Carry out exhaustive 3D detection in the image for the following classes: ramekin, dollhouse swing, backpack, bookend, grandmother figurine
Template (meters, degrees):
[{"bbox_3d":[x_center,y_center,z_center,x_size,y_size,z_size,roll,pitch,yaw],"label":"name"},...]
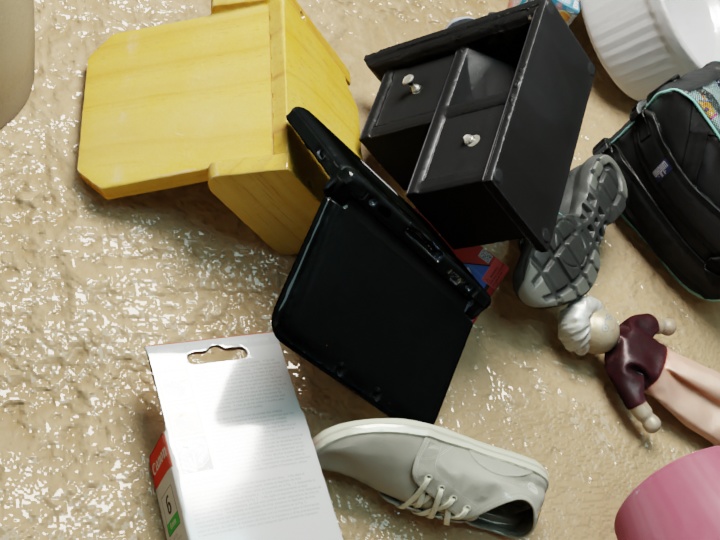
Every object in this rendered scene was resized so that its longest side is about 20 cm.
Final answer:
[{"bbox_3d":[0.323,-0.280,1.192,0.200,0.097,0.201,22,59,-42],"label":"ramekin"},{"bbox_3d":[-0.115,-0.113,0.944,0.182,0.175,0.201,46,32,-50],"label":"dollhouse swing"},{"bbox_3d":[0.346,-0.081,1.059,0.153,0.176,0.201,-22,74,-31],"label":"backpack"},{"bbox_3d":[0.076,-0.109,0.936,0.092,0.199,0.199,45,52,-35],"label":"bookend"},{"bbox_3d":[0.263,0.085,0.982,0.199,0.061,0.122,30,42,-8],"label":"grandmother figurine"}]

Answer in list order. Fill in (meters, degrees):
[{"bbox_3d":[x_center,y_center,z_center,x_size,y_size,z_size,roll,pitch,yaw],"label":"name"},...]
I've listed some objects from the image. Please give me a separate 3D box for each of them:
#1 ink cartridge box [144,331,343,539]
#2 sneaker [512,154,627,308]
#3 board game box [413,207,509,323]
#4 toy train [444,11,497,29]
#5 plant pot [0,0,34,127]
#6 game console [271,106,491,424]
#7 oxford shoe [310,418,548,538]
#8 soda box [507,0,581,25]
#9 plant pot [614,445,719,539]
[{"bbox_3d":[-0.086,0.146,0.773,0.108,0.050,0.201,-4,60,-28],"label":"ink cartridge box"},{"bbox_3d":[0.180,-0.029,1.006,0.076,0.079,0.200,56,46,-17],"label":"sneaker"},{"bbox_3d":[0.045,0.030,0.935,0.103,0.019,0.200,37,50,2],"label":"board game box"},{"bbox_3d":[0.142,-0.175,1.085,0.113,0.085,0.201,-1,58,-16],"label":"toy train"},{"bbox_3d":[-0.322,-0.227,0.811,0.186,0.200,0.188,13,53,-18],"label":"plant pot"},{"bbox_3d":[0.000,0.000,0.848,0.200,0.116,0.176,40,10,-42],"label":"game console"},{"bbox_3d":[0.056,0.158,0.820,0.199,0.075,0.058,18,51,-20],"label":"oxford shoe"},{"bbox_3d":[0.218,-0.342,1.239,0.063,0.068,0.201,25,52,-9],"label":"soda box"},{"bbox_3d":[0.284,0.239,0.813,0.199,0.201,0.179,1,42,-25],"label":"plant pot"}]
